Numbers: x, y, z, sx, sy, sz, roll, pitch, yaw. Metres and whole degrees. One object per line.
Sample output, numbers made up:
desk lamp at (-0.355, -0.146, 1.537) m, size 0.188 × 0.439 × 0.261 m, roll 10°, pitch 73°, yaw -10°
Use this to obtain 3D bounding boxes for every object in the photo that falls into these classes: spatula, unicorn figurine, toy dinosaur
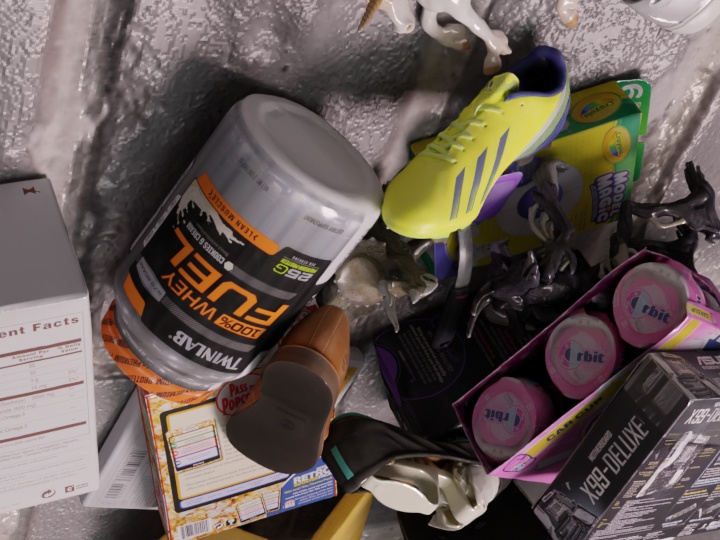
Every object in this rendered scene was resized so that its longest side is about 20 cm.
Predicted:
spatula at (0.077, -0.003, 0.983) m, size 0.056 × 0.021 × 0.201 m, roll -13°, pitch 140°, yaw -21°
unicorn figurine at (0.076, -0.191, 0.830) m, size 0.200 × 0.074 × 0.137 m, roll -45°, pitch 139°, yaw -6°
toy dinosaur at (0.000, 0.000, 0.953) m, size 0.102 × 0.077 × 0.200 m, roll -42°, pitch -174°, yaw -26°

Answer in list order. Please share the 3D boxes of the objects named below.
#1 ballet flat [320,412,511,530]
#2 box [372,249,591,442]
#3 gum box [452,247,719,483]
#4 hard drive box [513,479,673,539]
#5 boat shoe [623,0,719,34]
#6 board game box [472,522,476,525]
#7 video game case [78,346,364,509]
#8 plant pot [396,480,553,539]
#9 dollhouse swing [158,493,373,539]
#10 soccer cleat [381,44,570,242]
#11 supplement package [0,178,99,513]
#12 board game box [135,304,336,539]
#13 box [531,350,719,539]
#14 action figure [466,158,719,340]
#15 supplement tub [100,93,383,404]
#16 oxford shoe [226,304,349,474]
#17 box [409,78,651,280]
ballet flat at (0.053, 0.163, 0.985) m, size 0.199 × 0.069 × 0.068 m, roll 16°, pitch 125°, yaw -36°
box at (0.127, 0.089, 1.093) m, size 0.199 × 0.123 × 0.106 m, roll -22°, pitch 139°, yaw -6°
gum box at (0.181, 0.073, 0.938) m, size 0.200 × 0.066 × 0.113 m, roll -42°, pitch 146°, yaw 23°
hard drive box at (0.247, 0.132, 1.051) m, size 0.155 × 0.077 × 0.200 m, roll 18°, pitch 113°, yaw -46°
boat shoe at (0.250, -0.251, 0.864) m, size 0.068 × 0.072 × 0.200 m, roll 9°, pitch 136°, yaw -36°
board game box at (0.143, 0.211, 1.283) m, size 0.150 × 0.047 × 0.200 m, roll -29°, pitch 139°, yaw 1°
video game case at (-0.117, 0.130, 1.077) m, size 0.181 × 0.023 × 0.200 m, roll 10°, pitch 125°, yaw -36°
plant pot at (0.144, 0.278, 1.181) m, size 0.199 × 0.200 × 0.178 m, roll -32°, pitch 129°, yaw 6°
dollhouse swing at (-0.104, 0.268, 1.194) m, size 0.181 × 0.176 × 0.200 m, roll 19°, pitch 144°, yaw 6°
soccer cleat at (0.078, -0.091, 0.866) m, size 0.200 × 0.065 × 0.084 m, roll -40°, pitch 147°, yaw -40°
supplement package at (-0.246, 0.057, 0.857) m, size 0.117 × 0.117 × 0.201 m, roll -11°, pitch 136°, yaw -19°
board game box at (-0.096, 0.130, 1.035) m, size 0.151 × 0.046 × 0.201 m, roll -15°, pitch 137°, yaw -16°
box at (0.242, 0.130, 0.936) m, size 0.199 × 0.050 × 0.158 m, roll 1°, pitch 130°, yaw -40°
action figure at (0.160, -0.015, 0.956) m, size 0.199 × 0.102 × 0.119 m, roll -16°, pitch 144°, yaw -11°
supplement tub at (-0.086, -0.010, 0.874) m, size 0.122 × 0.123 × 0.200 m, roll 17°, pitch 122°, yaw -40°
oxford shoe at (-0.045, 0.091, 0.930) m, size 0.071 × 0.071 × 0.200 m, roll 29°, pitch 145°, yaw -3°
box at (0.139, -0.072, 0.995) m, size 0.199 × 0.048 × 0.118 m, roll -20°, pitch 140°, yaw -12°
